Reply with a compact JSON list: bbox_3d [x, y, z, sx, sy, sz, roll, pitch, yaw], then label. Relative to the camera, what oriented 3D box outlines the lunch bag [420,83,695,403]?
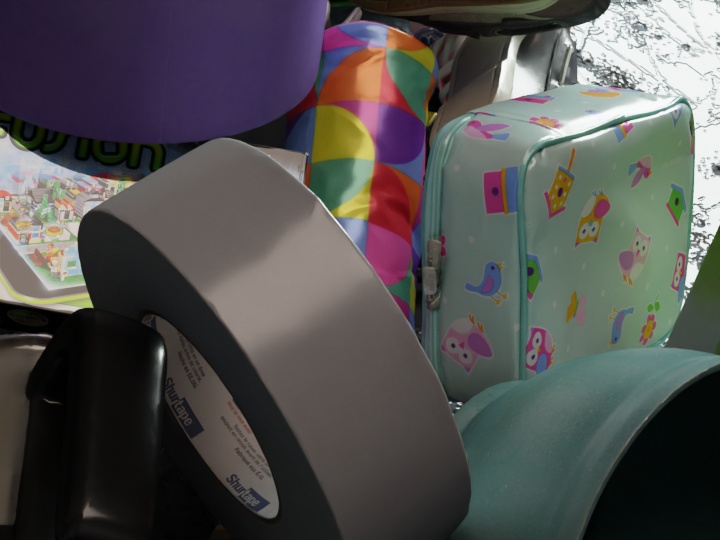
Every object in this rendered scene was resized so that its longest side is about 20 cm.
[{"bbox_3d":[0.104,-0.010,1.062,0.077,0.162,0.200,14,21,34],"label":"lunch bag"}]

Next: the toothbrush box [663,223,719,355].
[{"bbox_3d":[0.246,0.038,1.038,0.145,0.201,0.086,36,43,21],"label":"toothbrush box"}]

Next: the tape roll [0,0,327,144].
[{"bbox_3d":[-0.114,-0.151,1.025,0.198,0.085,0.200,7,34,-4],"label":"tape roll"}]

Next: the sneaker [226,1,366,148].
[{"bbox_3d":[-0.023,-0.130,1.199,0.075,0.115,0.200,30,40,14],"label":"sneaker"}]

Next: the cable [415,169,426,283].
[{"bbox_3d":[0.000,0.000,1.132,0.097,0.050,0.200,44,55,5],"label":"cable"}]

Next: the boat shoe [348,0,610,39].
[{"bbox_3d":[0.061,-0.164,1.153,0.066,0.072,0.200,35,-14,-36],"label":"boat shoe"}]

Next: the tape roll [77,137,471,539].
[{"bbox_3d":[-0.039,0.046,0.851,0.066,0.201,0.200,-33,58,-20],"label":"tape roll"}]

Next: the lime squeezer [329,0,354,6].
[{"bbox_3d":[0.055,-0.184,1.243,0.070,0.199,0.038,-3,79,-54],"label":"lime squeezer"}]

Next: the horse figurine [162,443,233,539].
[{"bbox_3d":[-0.059,0.085,0.983,0.199,0.050,0.133,29,46,17],"label":"horse figurine"}]

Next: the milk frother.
[{"bbox_3d":[-0.093,0.137,0.844,0.200,0.180,0.189,37,30,-30],"label":"milk frother"}]

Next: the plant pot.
[{"bbox_3d":[0.107,0.123,0.912,0.200,0.202,0.134,-20,24,-38],"label":"plant pot"}]

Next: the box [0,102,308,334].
[{"bbox_3d":[-0.131,-0.020,0.986,0.198,0.035,0.111,9,65,-4],"label":"box"}]

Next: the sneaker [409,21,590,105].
[{"bbox_3d":[0.076,-0.115,1.252,0.104,0.076,0.200,-14,53,-41],"label":"sneaker"}]

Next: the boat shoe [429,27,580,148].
[{"bbox_3d":[0.095,-0.109,1.174,0.063,0.072,0.200,46,38,-18],"label":"boat shoe"}]

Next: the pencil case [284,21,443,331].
[{"bbox_3d":[0.000,-0.037,1.068,0.088,0.088,0.201,11,66,-9],"label":"pencil case"}]
